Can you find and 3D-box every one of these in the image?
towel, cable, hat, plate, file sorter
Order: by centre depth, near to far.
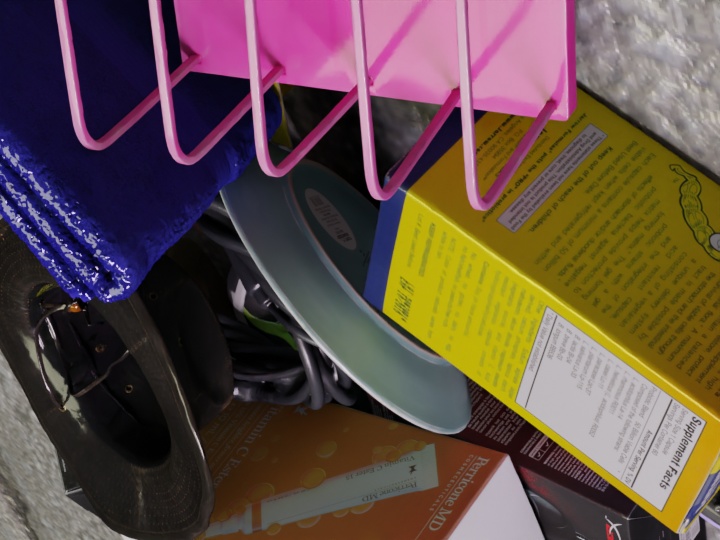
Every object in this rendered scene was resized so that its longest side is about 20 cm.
[{"bbox_3d":[-0.020,-0.116,0.888,0.199,0.126,0.140,10,125,21],"label":"file sorter"},{"bbox_3d":[-0.127,-0.079,0.979,0.148,0.200,0.049,47,122,-8],"label":"towel"},{"bbox_3d":[0.000,0.000,1.084,0.026,0.200,0.200,-39,97,18],"label":"plate"},{"bbox_3d":[-0.121,0.046,1.110,0.200,0.081,0.202,30,135,35],"label":"hat"},{"bbox_3d":[-0.072,0.006,1.128,0.199,0.051,0.164,20,137,41],"label":"cable"}]

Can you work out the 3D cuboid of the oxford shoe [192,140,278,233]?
[{"bbox_3d":[-0.126,-0.102,1.196,0.199,0.071,0.074,33,137,7],"label":"oxford shoe"}]

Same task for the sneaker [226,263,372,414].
[{"bbox_3d":[-0.016,0.049,1.227,0.083,0.072,0.200,37,160,36],"label":"sneaker"}]

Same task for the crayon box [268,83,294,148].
[{"bbox_3d":[-0.108,-0.156,1.106,0.199,0.051,0.127,27,147,30],"label":"crayon box"}]

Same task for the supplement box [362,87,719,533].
[{"bbox_3d":[0.114,0.009,0.973,0.200,0.110,0.109,37,150,16],"label":"supplement box"}]

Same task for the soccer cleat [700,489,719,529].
[{"bbox_3d":[0.148,0.077,1.064,0.200,0.068,0.073,39,152,19],"label":"soccer cleat"}]

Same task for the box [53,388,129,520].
[{"bbox_3d":[-0.161,0.066,1.298,0.193,0.047,0.201,67,-173,-68],"label":"box"}]

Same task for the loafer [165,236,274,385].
[{"bbox_3d":[-0.083,0.050,1.328,0.076,0.068,0.200,12,153,33],"label":"loafer"}]

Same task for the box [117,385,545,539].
[{"bbox_3d":[-0.014,0.154,1.136,0.199,0.125,0.098,13,141,38],"label":"box"}]

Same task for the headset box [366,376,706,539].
[{"bbox_3d":[0.096,0.123,1.177,0.199,0.077,0.149,24,145,31],"label":"headset box"}]
